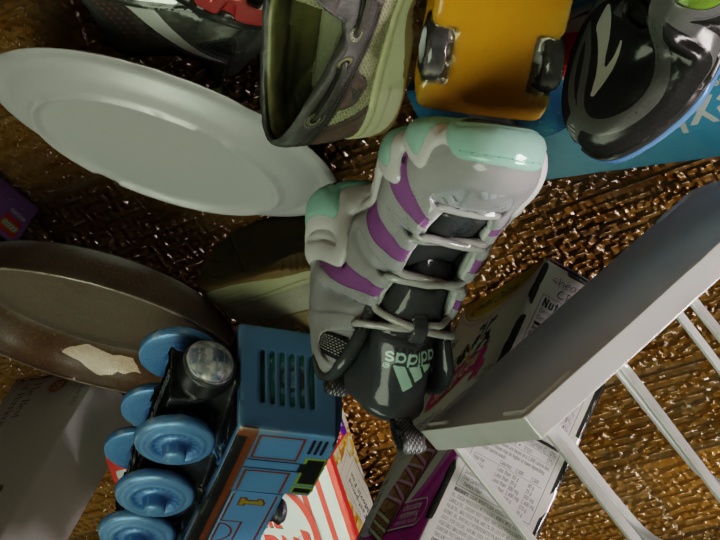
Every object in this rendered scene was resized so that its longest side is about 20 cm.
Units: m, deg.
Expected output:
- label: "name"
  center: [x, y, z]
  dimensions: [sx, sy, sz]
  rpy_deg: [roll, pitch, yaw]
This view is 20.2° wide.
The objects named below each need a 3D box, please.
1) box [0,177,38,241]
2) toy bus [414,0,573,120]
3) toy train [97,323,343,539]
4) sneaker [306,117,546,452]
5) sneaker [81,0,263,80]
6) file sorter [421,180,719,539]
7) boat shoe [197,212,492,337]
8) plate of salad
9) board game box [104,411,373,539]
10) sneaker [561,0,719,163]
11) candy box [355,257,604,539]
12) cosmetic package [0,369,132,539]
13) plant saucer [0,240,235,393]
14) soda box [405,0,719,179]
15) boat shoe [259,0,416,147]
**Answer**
- label: "box"
  center: [-0.310, -0.028, 1.260]
  dimensions: [0.137, 0.039, 0.200]
  rpy_deg: [41, 134, -16]
- label: "toy bus"
  center: [0.068, -0.169, 0.899]
  dimensions: [0.065, 0.078, 0.201]
  rpy_deg: [5, 126, -7]
- label: "toy train"
  center: [-0.084, 0.107, 1.165]
  dimensions: [0.114, 0.087, 0.200]
  rpy_deg: [10, 142, -13]
- label: "sneaker"
  center: [0.029, 0.015, 0.954]
  dimensions: [0.077, 0.141, 0.200]
  rpy_deg: [8, 164, -18]
- label: "sneaker"
  center: [-0.126, -0.162, 1.027]
  dimensions: [0.200, 0.071, 0.098]
  rpy_deg: [28, 134, -4]
- label: "file sorter"
  center: [0.158, 0.057, 0.965]
  dimensions: [0.125, 0.200, 0.139]
  rpy_deg: [52, 162, -5]
- label: "boat shoe"
  center: [0.000, 0.000, 1.130]
  dimensions: [0.199, 0.074, 0.066]
  rpy_deg: [-7, 132, 42]
- label: "plate of salad"
  center: [-0.104, -0.080, 1.088]
  dimensions: [0.199, 0.048, 0.200]
  rpy_deg: [16, 163, 5]
- label: "board game box"
  center: [-0.059, 0.186, 1.290]
  dimensions: [0.151, 0.046, 0.201]
  rpy_deg: [-12, 108, 22]
- label: "sneaker"
  center: [0.138, -0.140, 0.878]
  dimensions: [0.071, 0.083, 0.200]
  rpy_deg: [41, 115, 28]
- label: "candy box"
  center: [0.061, 0.104, 1.074]
  dimensions: [0.061, 0.201, 0.136]
  rpy_deg: [30, 161, -8]
- label: "cosmetic package"
  center: [-0.222, 0.149, 1.272]
  dimensions: [0.082, 0.200, 0.051]
  rpy_deg: [-9, 126, 31]
- label: "plant saucer"
  center: [-0.160, 0.027, 1.207]
  dimensions: [0.199, 0.032, 0.200]
  rpy_deg: [12, 160, 4]
- label: "soda box"
  center: [0.128, -0.094, 0.982]
  dimensions: [0.199, 0.064, 0.068]
  rpy_deg: [-7, 128, 29]
- label: "boat shoe"
  center: [-0.012, -0.137, 0.907]
  dimensions: [0.072, 0.066, 0.201]
  rpy_deg: [39, 141, 33]
